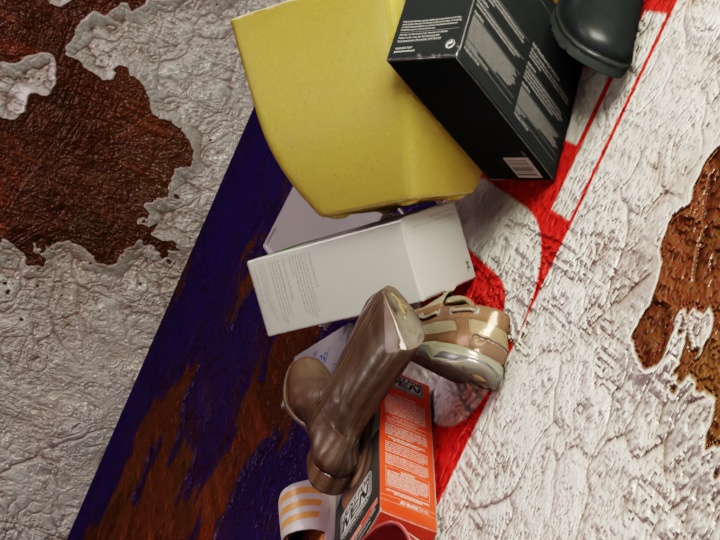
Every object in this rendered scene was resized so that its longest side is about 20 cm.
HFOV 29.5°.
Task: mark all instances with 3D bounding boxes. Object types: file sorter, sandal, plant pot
[{"bbox_3d":[0.010,-0.058,1.503,0.139,0.123,0.201,52,124,37],"label":"file sorter"},{"bbox_3d":[-0.061,0.248,1.500,0.079,0.059,0.208,-55,19,40],"label":"sandal"},{"bbox_3d":[0.022,-0.158,1.296,0.194,0.193,0.203,-10,90,37],"label":"plant pot"}]

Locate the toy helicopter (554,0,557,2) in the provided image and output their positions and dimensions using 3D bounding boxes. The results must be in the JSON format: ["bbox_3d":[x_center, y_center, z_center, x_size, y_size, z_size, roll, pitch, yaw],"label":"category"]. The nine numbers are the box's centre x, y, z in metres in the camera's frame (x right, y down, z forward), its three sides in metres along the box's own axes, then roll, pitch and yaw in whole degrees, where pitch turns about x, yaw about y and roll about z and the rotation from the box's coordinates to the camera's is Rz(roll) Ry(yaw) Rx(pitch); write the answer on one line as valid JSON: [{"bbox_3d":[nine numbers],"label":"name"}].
[{"bbox_3d":[0.133,-0.304,1.335,0.133,0.197,0.080,103,179,-52],"label":"toy helicopter"}]

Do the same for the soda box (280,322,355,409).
[{"bbox_3d":[-0.027,0.120,1.556,0.200,0.063,0.069,143,145,-64],"label":"soda box"}]

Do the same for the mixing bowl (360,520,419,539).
[{"bbox_3d":[0.038,0.292,0.974,0.201,0.107,0.201,-90,26,-56],"label":"mixing bowl"}]

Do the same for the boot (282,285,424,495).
[{"bbox_3d":[-0.006,0.077,1.272,0.187,0.063,0.202,-112,37,-51],"label":"boot"}]

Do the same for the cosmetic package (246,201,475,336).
[{"bbox_3d":[0.000,0.000,1.359,0.198,0.086,0.107,-16,2,35],"label":"cosmetic package"}]

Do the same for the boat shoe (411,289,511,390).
[{"bbox_3d":[0.084,0.059,1.245,0.073,0.075,0.199,-65,23,-7],"label":"boat shoe"}]

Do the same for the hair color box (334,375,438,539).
[{"bbox_3d":[0.022,0.195,1.273,0.201,0.061,0.102,-89,25,-57],"label":"hair color box"}]

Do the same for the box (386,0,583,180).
[{"bbox_3d":[0.118,-0.191,1.215,0.078,0.200,0.143,5,65,36],"label":"box"}]

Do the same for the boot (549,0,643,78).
[{"bbox_3d":[0.234,-0.280,1.175,0.201,0.076,0.169,-77,12,-54],"label":"boot"}]
